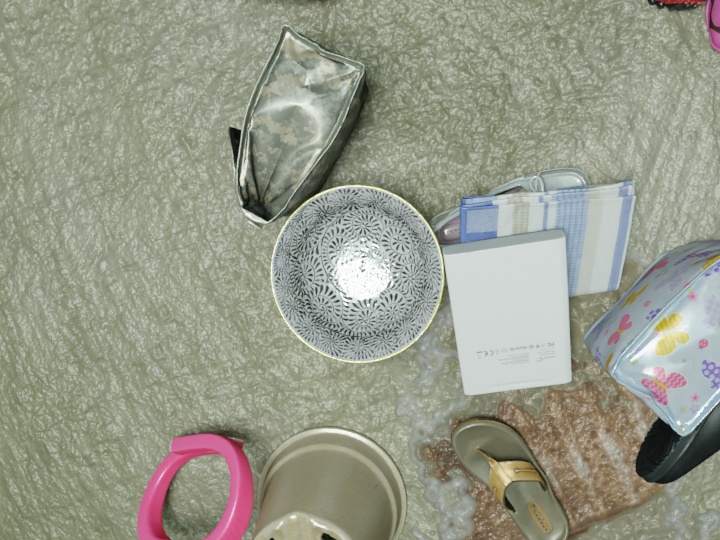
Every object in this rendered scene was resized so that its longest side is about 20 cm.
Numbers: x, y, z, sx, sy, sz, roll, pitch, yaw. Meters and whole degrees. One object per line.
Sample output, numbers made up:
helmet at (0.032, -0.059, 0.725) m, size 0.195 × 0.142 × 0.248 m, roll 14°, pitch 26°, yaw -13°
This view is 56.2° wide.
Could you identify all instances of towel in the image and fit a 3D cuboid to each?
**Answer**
towel at (0.209, -0.029, 0.770) m, size 0.198 × 0.024 × 0.148 m, roll -6°, pitch 123°, yaw -1°

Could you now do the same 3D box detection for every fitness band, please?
fitness band at (-0.203, 0.275, 0.822) m, size 0.199 × 0.037 × 0.145 m, roll -16°, pitch 55°, yaw 38°

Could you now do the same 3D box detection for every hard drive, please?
hard drive at (0.173, 0.053, 0.780) m, size 0.131 × 0.027 × 0.201 m, roll -8°, pitch 121°, yaw 8°

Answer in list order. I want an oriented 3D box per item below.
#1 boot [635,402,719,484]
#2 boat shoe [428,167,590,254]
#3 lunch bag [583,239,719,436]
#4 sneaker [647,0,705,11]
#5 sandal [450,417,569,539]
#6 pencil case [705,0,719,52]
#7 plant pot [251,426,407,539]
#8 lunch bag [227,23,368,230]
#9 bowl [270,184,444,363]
boot at (0.442, 0.199, 0.784) m, size 0.162 × 0.073 × 0.199 m, roll 31°, pitch 99°, yaw -1°
boat shoe at (0.173, -0.066, 0.788) m, size 0.200 × 0.065 × 0.075 m, roll -16°, pitch 94°, yaw 9°
lunch bag at (0.357, 0.055, 0.725) m, size 0.127 × 0.170 × 0.200 m, roll 39°, pitch 99°, yaw 3°
sneaker at (0.299, -0.367, 0.743) m, size 0.199 × 0.079 × 0.096 m, roll 24°, pitch 89°, yaw -5°
sandal at (0.190, 0.265, 0.827) m, size 0.080 × 0.054 × 0.201 m, roll -36°, pitch 91°, yaw 9°
pencil case at (0.482, -0.284, 0.711) m, size 0.198 × 0.094 × 0.092 m, roll -7°, pitch 96°, yaw 9°
plant pot at (-0.049, 0.312, 0.798) m, size 0.199 × 0.183 × 0.202 m, roll 1°, pitch 96°, yaw 7°
lunch bag at (-0.078, -0.148, 0.760) m, size 0.117 × 0.164 × 0.201 m, roll 25°, pitch 98°, yaw -2°
bowl at (0.000, 0.000, 0.802) m, size 0.199 × 0.094 × 0.203 m, roll 1°, pitch 97°, yaw 6°
